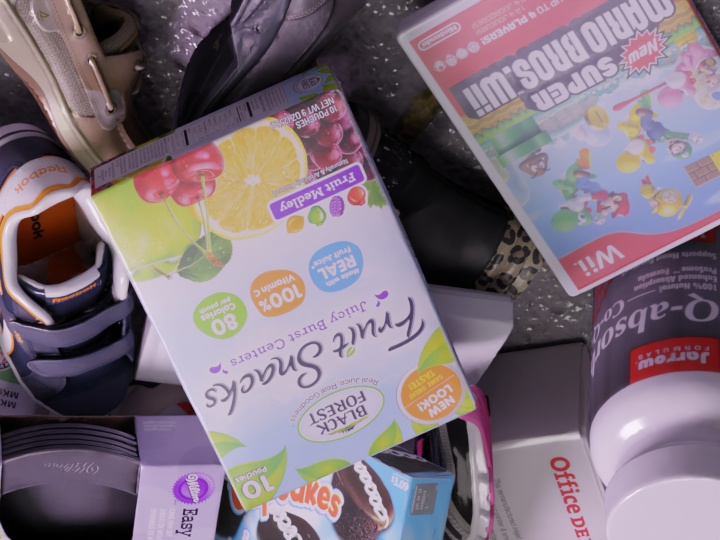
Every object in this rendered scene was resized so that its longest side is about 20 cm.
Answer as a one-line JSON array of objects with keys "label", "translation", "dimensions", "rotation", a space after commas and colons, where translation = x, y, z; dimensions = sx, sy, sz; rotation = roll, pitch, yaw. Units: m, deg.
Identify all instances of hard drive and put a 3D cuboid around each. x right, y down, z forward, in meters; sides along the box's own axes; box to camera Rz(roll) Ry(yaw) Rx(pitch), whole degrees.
[{"label": "hard drive", "translation": [-0.025, 0.040, 1.126], "dimensions": [0.199, 0.026, 0.132], "rotation": [7, 150, -11]}]

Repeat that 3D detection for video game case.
[{"label": "video game case", "translation": [0.129, -0.088, 1.042], "dimensions": [0.143, 0.017, 0.200], "rotation": [-27, 121, 16]}]

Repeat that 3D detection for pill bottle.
[{"label": "pill bottle", "translation": [0.188, 0.069, 1.091], "dimensions": [0.115, 0.201, 0.116], "rotation": [4, 135, 4]}]

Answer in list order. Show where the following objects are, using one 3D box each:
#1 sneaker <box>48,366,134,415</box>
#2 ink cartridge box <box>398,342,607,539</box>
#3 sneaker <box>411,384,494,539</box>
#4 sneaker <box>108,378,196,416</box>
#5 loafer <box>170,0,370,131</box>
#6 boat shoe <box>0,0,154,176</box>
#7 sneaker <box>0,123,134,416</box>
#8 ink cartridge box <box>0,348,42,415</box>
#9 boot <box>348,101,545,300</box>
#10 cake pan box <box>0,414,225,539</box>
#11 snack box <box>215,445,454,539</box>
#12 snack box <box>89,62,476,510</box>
[{"label": "sneaker", "translation": [-0.199, 0.141, 1.305], "dimensions": [0.073, 0.085, 0.200], "rotation": [35, 127, -23]}, {"label": "ink cartridge box", "translation": [0.067, 0.135, 1.258], "dimensions": [0.199, 0.085, 0.146], "rotation": [-9, 132, 16]}, {"label": "sneaker", "translation": [0.031, 0.145, 1.163], "dimensions": [0.087, 0.074, 0.200], "rotation": [5, 136, -3]}, {"label": "sneaker", "translation": [-0.113, 0.140, 1.257], "dimensions": [0.070, 0.093, 0.200], "rotation": [-25, 149, -24]}, {"label": "loafer", "translation": [-0.053, -0.106, 1.047], "dimensions": [0.072, 0.073, 0.200], "rotation": [18, 136, -16]}, {"label": "boat shoe", "translation": [-0.147, -0.114, 1.053], "dimensions": [0.065, 0.072, 0.200], "rotation": [-27, 137, 5]}, {"label": "sneaker", "translation": [-0.170, 0.019, 1.101], "dimensions": [0.078, 0.079, 0.201], "rotation": [-27, 128, -17]}, {"label": "ink cartridge box", "translation": [-0.276, 0.089, 1.210], "dimensions": [0.145, 0.088, 0.201], "rotation": [16, 111, -8]}, {"label": "boot", "translation": [0.000, 0.001, 1.144], "dimensions": [0.153, 0.074, 0.204], "rotation": [26, 134, -21]}, {"label": "cake pan box", "translation": [-0.181, 0.168, 1.165], "dimensions": [0.183, 0.052, 0.201], "rotation": [1, 127, -16]}, {"label": "snack box", "translation": [-0.028, 0.146, 1.154], "dimensions": [0.037, 0.200, 0.117], "rotation": [2, 102, -38]}, {"label": "snack box", "translation": [-0.040, 0.010, 1.030], "dimensions": [0.142, 0.053, 0.201], "rotation": [-23, 112, 1]}]
